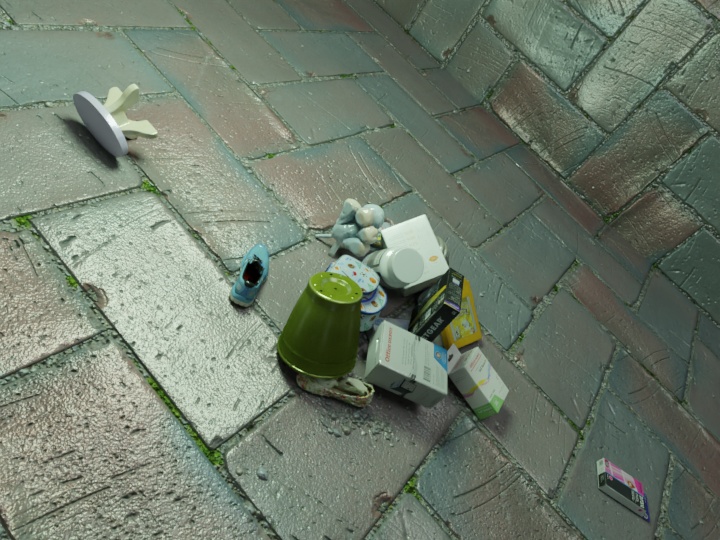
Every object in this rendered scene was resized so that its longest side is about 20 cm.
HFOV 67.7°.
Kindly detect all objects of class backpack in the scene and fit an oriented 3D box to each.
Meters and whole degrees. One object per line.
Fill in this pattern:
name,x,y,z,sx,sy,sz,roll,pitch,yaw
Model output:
backpack,-0.024,0.065,1.431,0.190,0.154,0.200,33,39,1

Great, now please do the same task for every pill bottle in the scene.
pill bottle,0.087,-0.006,1.489,0.113,0.200,0.115,2,86,-23

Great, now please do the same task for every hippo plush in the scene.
hippo plush,0.006,-0.119,1.624,0.160,0.200,0.160,-14,62,-53

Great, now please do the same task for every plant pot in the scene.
plant pot,-0.079,0.116,1.269,0.199,0.194,0.201,14,27,-8

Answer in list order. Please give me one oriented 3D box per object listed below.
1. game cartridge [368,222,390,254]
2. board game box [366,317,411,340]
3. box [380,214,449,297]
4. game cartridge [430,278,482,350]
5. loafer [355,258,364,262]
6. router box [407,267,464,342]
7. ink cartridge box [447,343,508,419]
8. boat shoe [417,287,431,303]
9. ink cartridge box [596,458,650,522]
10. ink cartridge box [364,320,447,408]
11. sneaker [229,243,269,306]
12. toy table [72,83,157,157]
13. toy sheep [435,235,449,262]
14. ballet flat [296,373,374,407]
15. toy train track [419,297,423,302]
game cartridge,0.045,-0.102,1.757,0.199,0.041,0.134,-1,57,-39
board game box,0.124,0.227,1.487,0.199,0.043,0.200,9,48,-32
box,0.165,-0.044,1.653,0.151,0.106,0.201,-20,75,-4
game cartridge,0.300,0.133,1.660,0.176,0.032,0.201,-12,90,-45
loafer,0.000,0.000,1.601,0.199,0.070,0.070,3,84,-21
router box,0.202,0.111,1.468,0.052,0.200,0.158,30,39,-8
ink cartridge box,0.324,0.301,1.522,0.200,0.067,0.117,54,39,-2
boat shoe,0.241,0.060,1.732,0.199,0.072,0.068,-29,38,-36
ink cartridge box,0.796,0.657,1.609,0.199,0.037,0.095,36,38,-7
ink cartridge box,0.119,0.239,1.369,0.199,0.086,0.147,25,41,-13
sneaker,-0.265,-0.001,1.364,0.078,0.090,0.201,25,39,-16
toy table,-0.638,-0.400,1.407,0.117,0.184,0.200,-38,91,-35
toy sheep,0.224,-0.059,1.783,0.200,0.138,0.138,35,34,-35
ballet flat,-0.053,0.270,1.287,0.199,0.064,0.076,21,42,-21
toy train track,0.238,0.115,1.680,0.032,0.116,0.199,15,3,44
